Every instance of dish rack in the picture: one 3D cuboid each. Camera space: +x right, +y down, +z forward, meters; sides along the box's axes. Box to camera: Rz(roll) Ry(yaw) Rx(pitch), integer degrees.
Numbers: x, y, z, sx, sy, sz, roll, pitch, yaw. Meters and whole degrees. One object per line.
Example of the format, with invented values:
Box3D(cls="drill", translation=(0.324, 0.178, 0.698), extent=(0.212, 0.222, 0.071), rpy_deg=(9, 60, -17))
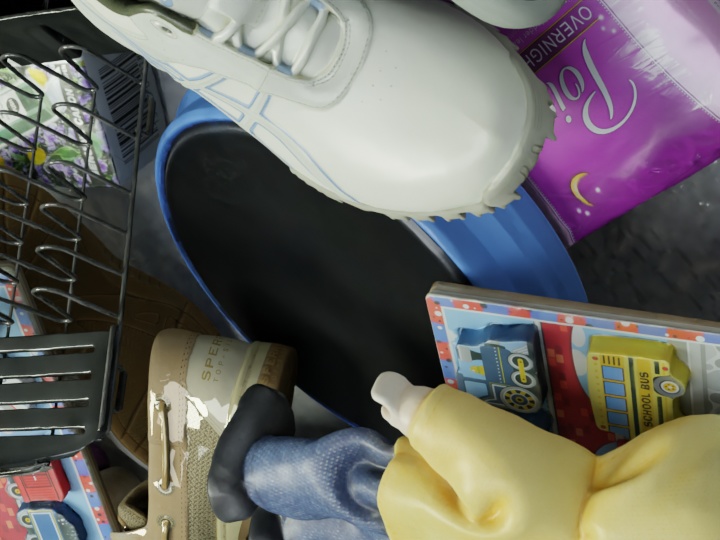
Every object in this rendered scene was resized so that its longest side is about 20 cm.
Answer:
Box3D(cls="dish rack", translation=(-0.155, -0.020, 0.691), extent=(0.152, 0.055, 0.202), rpy_deg=(-5, 71, 25))

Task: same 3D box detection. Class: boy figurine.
Box3D(cls="boy figurine", translation=(0.044, 0.077, 0.617), extent=(0.199, 0.065, 0.125), rpy_deg=(-3, 138, 30))

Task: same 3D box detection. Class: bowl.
Box3D(cls="bowl", translation=(0.000, 0.000, 0.704), extent=(0.200, 0.039, 0.201), rpy_deg=(31, 151, 19))

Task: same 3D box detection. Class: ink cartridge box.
Box3D(cls="ink cartridge box", translation=(-0.190, -0.094, 0.801), extent=(0.199, 0.050, 0.110), rpy_deg=(1, 117, 28))

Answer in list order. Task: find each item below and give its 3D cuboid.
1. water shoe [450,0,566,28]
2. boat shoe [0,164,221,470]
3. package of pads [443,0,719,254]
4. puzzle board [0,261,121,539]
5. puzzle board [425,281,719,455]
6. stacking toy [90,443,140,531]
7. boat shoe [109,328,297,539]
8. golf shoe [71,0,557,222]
Box3D(cls="water shoe", translation=(-0.012, -0.148, 0.575), extent=(0.200, 0.072, 0.079), rpy_deg=(43, 155, 1))
Box3D(cls="boat shoe", translation=(-0.127, 0.027, 0.817), extent=(0.200, 0.071, 0.069), rpy_deg=(49, 154, -25))
Box3D(cls="package of pads", translation=(0.056, -0.113, 0.633), extent=(0.200, 0.076, 0.120), rpy_deg=(49, 132, -4))
Box3D(cls="puzzle board", translation=(-0.191, 0.089, 0.797), extent=(0.150, 0.017, 0.201), rpy_deg=(-5, 121, 17))
Box3D(cls="puzzle board", translation=(0.109, 0.085, 0.658), extent=(0.150, 0.017, 0.201), rpy_deg=(8, 141, 21))
Box3D(cls="stacking toy", translation=(-0.207, 0.075, 0.900), extent=(0.200, 0.085, 0.086), rpy_deg=(42, 130, 11))
Box3D(cls="boat shoe", translation=(-0.074, 0.111, 0.779), extent=(0.064, 0.071, 0.201), rpy_deg=(14, 119, 3))
Box3D(cls="golf shoe", translation=(-0.033, -0.077, 0.582), extent=(0.199, 0.097, 0.079), rpy_deg=(28, 96, 24))
